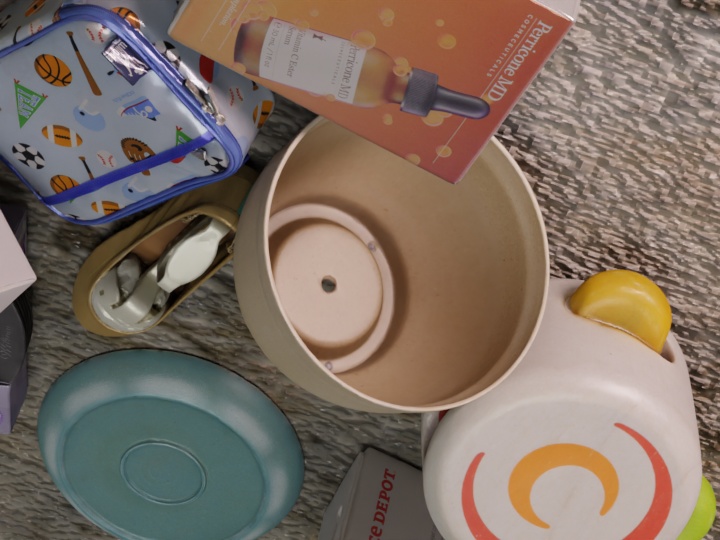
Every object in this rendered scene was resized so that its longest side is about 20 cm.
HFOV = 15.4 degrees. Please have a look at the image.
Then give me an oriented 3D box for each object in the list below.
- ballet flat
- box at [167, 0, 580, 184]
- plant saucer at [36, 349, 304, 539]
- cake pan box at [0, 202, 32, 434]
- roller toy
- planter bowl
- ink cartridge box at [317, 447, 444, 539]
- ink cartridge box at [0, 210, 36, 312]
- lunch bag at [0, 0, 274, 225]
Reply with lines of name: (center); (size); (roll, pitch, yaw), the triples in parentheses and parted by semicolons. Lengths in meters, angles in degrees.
ballet flat: (-0.137, -0.002, 1.790); (0.069, 0.063, 0.200); (35, 129, -17)
box: (0.013, -0.173, 1.580); (0.200, 0.106, 0.152); (27, 130, -10)
plant saucer: (-0.141, 0.140, 1.937); (0.200, 0.027, 0.200); (6, 130, 7)
cake pan box: (-0.324, 0.021, 1.862); (0.200, 0.052, 0.184); (11, 134, 4)
roller toy: (0.130, 0.103, 1.768); (0.182, 0.140, 0.200); (-12, 123, 9)
planter bowl: (0.000, 0.000, 1.693); (0.200, 0.200, 0.135); (36, 155, -18)
ink cartridge box: (0.063, 0.234, 1.891); (0.200, 0.147, 0.083); (25, 131, -8)
ink cartridge box: (-0.312, -0.038, 1.707); (0.145, 0.084, 0.200); (-39, 76, 45)
lunch bag: (-0.155, -0.106, 1.669); (0.200, 0.076, 0.160); (-16, 124, 46)
